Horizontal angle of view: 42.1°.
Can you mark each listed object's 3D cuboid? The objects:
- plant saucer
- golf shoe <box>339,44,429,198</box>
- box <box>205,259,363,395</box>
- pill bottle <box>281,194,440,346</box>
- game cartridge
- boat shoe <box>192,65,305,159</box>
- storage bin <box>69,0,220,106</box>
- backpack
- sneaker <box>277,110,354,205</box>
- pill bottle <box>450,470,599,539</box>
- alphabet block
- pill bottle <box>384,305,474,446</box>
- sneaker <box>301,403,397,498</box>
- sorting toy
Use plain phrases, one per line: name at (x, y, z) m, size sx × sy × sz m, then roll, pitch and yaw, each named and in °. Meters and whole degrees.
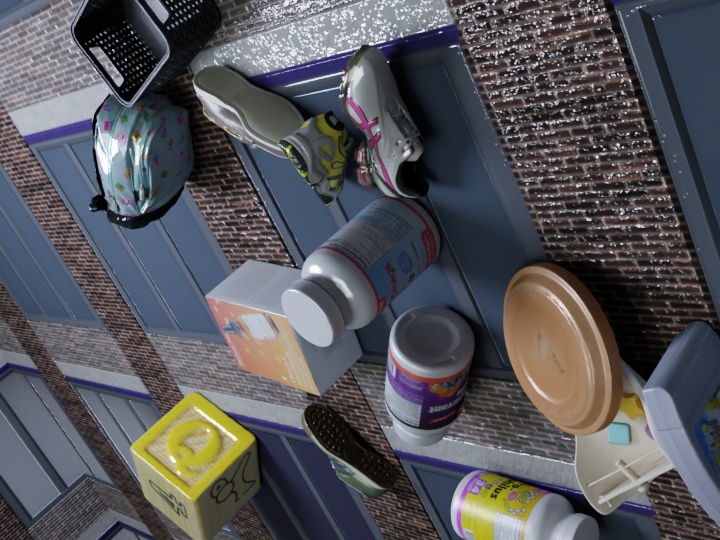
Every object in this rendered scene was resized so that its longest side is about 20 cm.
plant saucer at (0.219, 0.091, 1.059) m, size 0.200 × 0.032 × 0.201 m, roll 50°, pitch 150°, yaw 44°
golf shoe at (0.035, -0.165, 1.051) m, size 0.092 × 0.073 × 0.201 m, roll 22°, pitch 148°, yaw 29°
box at (-0.119, 0.084, 1.451) m, size 0.199 × 0.106 × 0.153 m, roll 10°, pitch 132°, yaw 44°
pill bottle at (0.000, 0.000, 1.137) m, size 0.108 × 0.200 × 0.109 m, roll 30°, pitch 144°, yaw 25°
game cartridge at (0.364, 0.168, 0.949) m, size 0.200 × 0.133 × 0.040 m, roll 55°, pitch 145°, yaw -11°
boat shoe at (-0.140, -0.197, 1.220) m, size 0.200 × 0.072 × 0.060 m, roll 35°, pitch 151°, yaw 26°
storage bin at (-0.288, -0.324, 1.238) m, size 0.135 × 0.094 × 0.200 m, roll 53°, pitch 146°, yaw -7°
backpack at (-0.322, -0.177, 1.394) m, size 0.126 × 0.167 × 0.201 m, roll 17°, pitch 137°, yaw 10°
sneaker at (-0.038, -0.134, 1.128) m, size 0.076 × 0.076 × 0.200 m, roll 51°, pitch -179°, yaw 5°
pill bottle at (0.232, 0.357, 1.325) m, size 0.199 × 0.104 × 0.105 m, roll 8°, pitch 130°, yaw 45°
alphabet block at (-0.342, 0.418, 1.980) m, size 0.196 × 0.195 × 0.201 m, roll 30°, pitch 142°, yaw 23°
pill bottle at (0.090, 0.151, 1.272) m, size 0.111 × 0.111 × 0.201 m, roll 32°, pitch 144°, yaw 24°
sneaker at (-0.033, 0.325, 1.632) m, size 0.200 × 0.067 × 0.090 m, roll 39°, pitch 141°, yaw 8°
sorting toy at (0.294, 0.158, 1.064) m, size 0.180 × 0.107 × 0.200 m, roll 52°, pitch 154°, yaw 13°
